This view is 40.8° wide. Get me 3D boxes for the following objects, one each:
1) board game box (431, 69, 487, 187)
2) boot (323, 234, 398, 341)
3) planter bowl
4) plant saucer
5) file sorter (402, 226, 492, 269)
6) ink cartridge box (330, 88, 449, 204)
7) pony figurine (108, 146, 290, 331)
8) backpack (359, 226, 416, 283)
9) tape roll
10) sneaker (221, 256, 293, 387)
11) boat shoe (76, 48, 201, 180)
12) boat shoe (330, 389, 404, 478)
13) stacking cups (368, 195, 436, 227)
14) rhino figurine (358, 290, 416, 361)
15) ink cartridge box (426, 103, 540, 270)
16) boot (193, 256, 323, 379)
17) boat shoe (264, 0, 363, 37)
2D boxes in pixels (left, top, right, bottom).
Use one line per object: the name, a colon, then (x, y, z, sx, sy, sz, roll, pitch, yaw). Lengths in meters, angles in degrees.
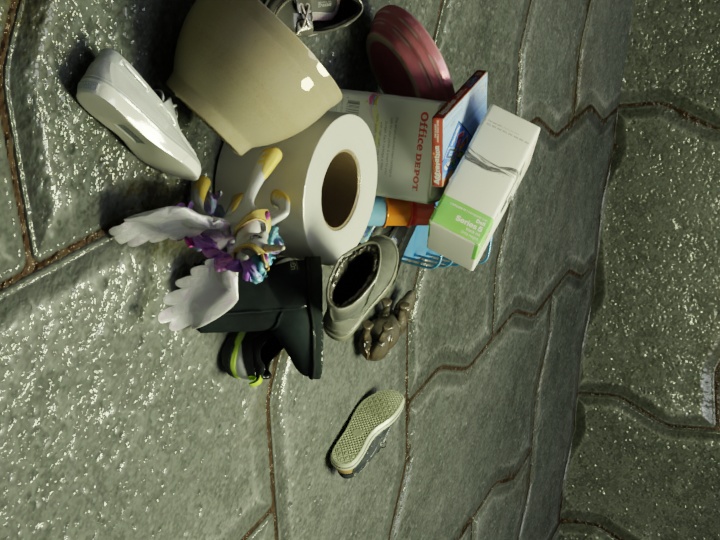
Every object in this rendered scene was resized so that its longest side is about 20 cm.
board game box: (0.146, -0.210, 1.409, 0.200, 0.019, 0.104, -50, 143, -51)
boot: (0.002, 0.000, 1.275, 0.200, 0.072, 0.183, 88, 26, -68)
planter bowl: (-0.138, -0.221, 1.114, 0.135, 0.200, 0.200, -46, 149, -2)
plant saucer: (0.070, -0.309, 1.498, 0.051, 0.201, 0.201, -32, 137, -13)
file sorter: (0.145, -0.080, 1.740, 0.199, 0.122, 0.140, -6, 107, -56)
ink cartridge box: (0.036, -0.187, 1.436, 0.084, 0.199, 0.146, -16, 115, -61)
pony figurine: (-0.167, -0.043, 1.125, 0.201, 0.192, 0.167, -89, 156, -52)
backpack: (0.034, -0.100, 1.562, 0.201, 0.153, 0.163, -55, 148, 2)
tape roll: (-0.082, -0.117, 1.297, 0.203, 0.138, 0.204, -38, 134, -53)
sneaker: (-0.120, 0.075, 1.367, 0.201, 0.082, 0.072, -66, 152, -23)
boat shoe: (-0.233, -0.168, 1.064, 0.200, 0.072, 0.069, 42, 63, -51)
boat shoe: (0.013, 0.293, 1.747, 0.200, 0.074, 0.063, -50, 148, -36)
stacking cups: (0.016, -0.094, 1.453, 0.060, 0.198, 0.061, 178, -90, -75)
rhino figurine: (0.055, 0.094, 1.754, 0.200, 0.059, 0.088, -44, 152, -52)
ink cartridge box: (0.179, -0.119, 1.421, 0.201, 0.084, 0.146, -61, 171, -11)
boot: (-0.132, 0.064, 1.263, 0.077, 0.167, 0.201, -97, -174, -49)
boat shoe: (-0.063, -0.357, 1.326, 0.200, 0.057, 0.067, -36, 132, -55)
